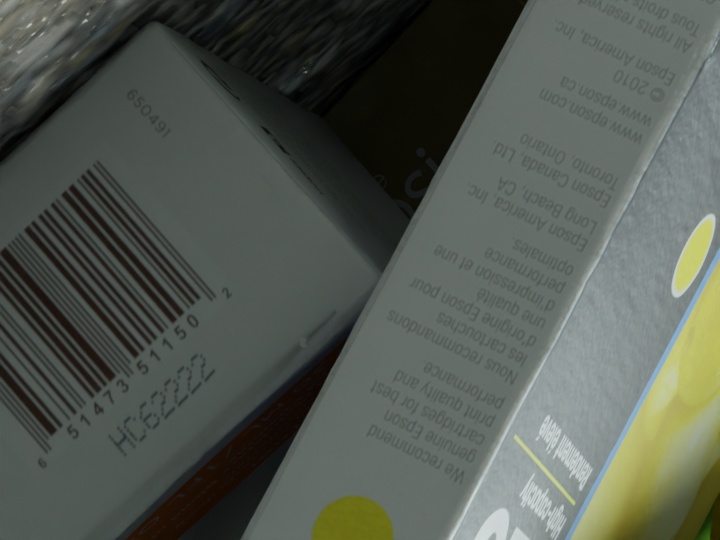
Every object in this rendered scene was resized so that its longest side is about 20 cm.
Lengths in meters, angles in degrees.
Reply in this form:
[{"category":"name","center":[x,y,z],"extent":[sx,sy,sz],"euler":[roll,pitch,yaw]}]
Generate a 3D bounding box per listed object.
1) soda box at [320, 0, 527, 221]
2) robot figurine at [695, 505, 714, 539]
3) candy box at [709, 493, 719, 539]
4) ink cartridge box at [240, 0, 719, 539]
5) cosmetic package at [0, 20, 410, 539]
[{"category":"soda box","center":[0.000,0.000,0.786],"extent":[0.200,0.064,0.068],"euler":[-46,172,26]},{"category":"robot figurine","center":[0.058,0.120,0.840],"extent":[0.176,0.199,0.116],"euler":[-52,-165,54]},{"category":"candy box","center":[0.182,0.043,0.772],"extent":[0.199,0.026,0.103],"euler":[-14,130,-23]},{"category":"ink cartridge box","center":[0.033,0.047,0.607],"extent":[0.201,0.047,0.198],"euler":[-63,162,-8]},{"category":"cosmetic package","center":[-0.038,0.015,0.644],"extent":[0.101,0.071,0.200],"euler":[-43,173,5]}]
